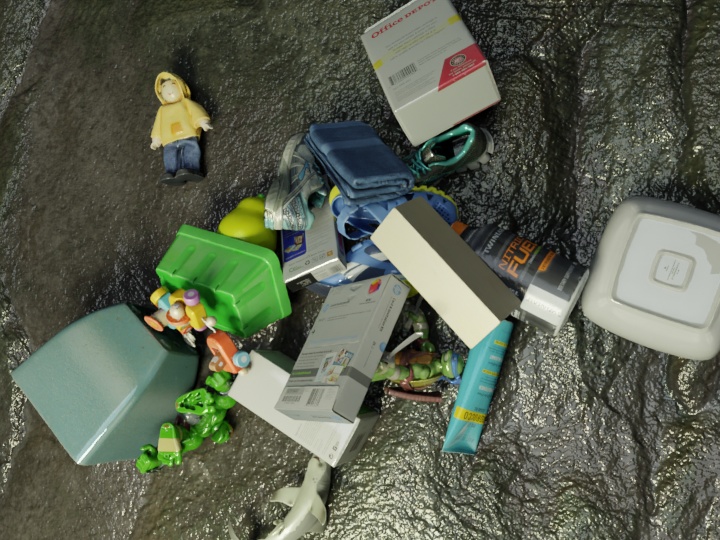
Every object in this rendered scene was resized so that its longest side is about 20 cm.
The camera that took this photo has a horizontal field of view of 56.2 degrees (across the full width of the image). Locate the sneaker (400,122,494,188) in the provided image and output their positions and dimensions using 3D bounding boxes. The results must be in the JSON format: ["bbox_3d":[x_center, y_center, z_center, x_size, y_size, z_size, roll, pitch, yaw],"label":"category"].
[{"bbox_3d":[0.101,-0.164,1.014,0.200,0.091,0.078,-31,76,13],"label":"sneaker"}]

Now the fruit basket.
[{"bbox_3d":[-0.195,-0.016,1.079,0.215,0.156,0.216,-5,39,4],"label":"fruit basket"}]

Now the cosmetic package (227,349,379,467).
[{"bbox_3d":[-0.085,0.204,1.023,0.200,0.108,0.085,30,93,18],"label":"cosmetic package"}]

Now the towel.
[{"bbox_3d":[-0.004,-0.166,1.013,0.111,0.049,0.200,-10,37,-20],"label":"towel"}]

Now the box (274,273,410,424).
[{"bbox_3d":[-0.027,0.107,0.918,0.156,0.041,0.201,-15,45,54],"label":"box"}]

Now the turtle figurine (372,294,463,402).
[{"bbox_3d":[0.041,0.103,0.975,0.193,0.200,0.144,-13,48,21],"label":"turtle figurine"}]

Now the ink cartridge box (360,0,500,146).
[{"bbox_3d":[0.100,-0.305,1.001,0.145,0.083,0.201,-27,52,13],"label":"ink cartridge box"}]

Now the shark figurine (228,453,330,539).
[{"bbox_3d":[-0.099,0.387,1.024,0.214,0.090,0.128,-44,39,1],"label":"shark figurine"}]

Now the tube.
[{"bbox_3d":[0.167,0.164,0.967,0.050,0.077,0.201,12,84,53],"label":"tube"}]

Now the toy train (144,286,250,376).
[{"bbox_3d":[-0.252,0.097,1.000,0.200,0.056,0.151,8,129,49],"label":"toy train"}]

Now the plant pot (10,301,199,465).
[{"bbox_3d":[-0.382,0.164,1.088,0.196,0.196,0.200,43,91,18],"label":"plant pot"}]

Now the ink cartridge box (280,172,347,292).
[{"bbox_3d":[-0.079,-0.064,1.066,0.094,0.037,0.201,-23,48,15],"label":"ink cartridge box"}]

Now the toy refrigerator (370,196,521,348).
[{"bbox_3d":[0.111,0.001,0.900,0.200,0.076,0.070,47,127,11],"label":"toy refrigerator"}]

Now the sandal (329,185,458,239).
[{"bbox_3d":[0.044,-0.078,0.998,0.199,0.087,0.080,2,128,13],"label":"sandal"}]

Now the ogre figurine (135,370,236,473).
[{"bbox_3d":[-0.256,0.233,1.069,0.098,0.120,0.201,23,92,16],"label":"ogre figurine"}]

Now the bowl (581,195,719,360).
[{"bbox_3d":[0.411,0.005,0.900,0.199,0.075,0.201,20,91,20],"label":"bowl"}]

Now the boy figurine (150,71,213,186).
[{"bbox_3d":[-0.314,-0.253,1.179,0.124,0.064,0.201,-8,84,20],"label":"boy figurine"}]

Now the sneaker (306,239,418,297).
[{"bbox_3d":[0.000,0.000,1.040,0.199,0.074,0.083,-3,68,22],"label":"sneaker"}]

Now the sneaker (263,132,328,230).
[{"bbox_3d":[-0.091,-0.135,1.065,0.086,0.078,0.201,13,53,-1],"label":"sneaker"}]

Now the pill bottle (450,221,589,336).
[{"bbox_3d":[0.207,0.002,0.950,0.199,0.106,0.107,27,92,19],"label":"pill bottle"}]
